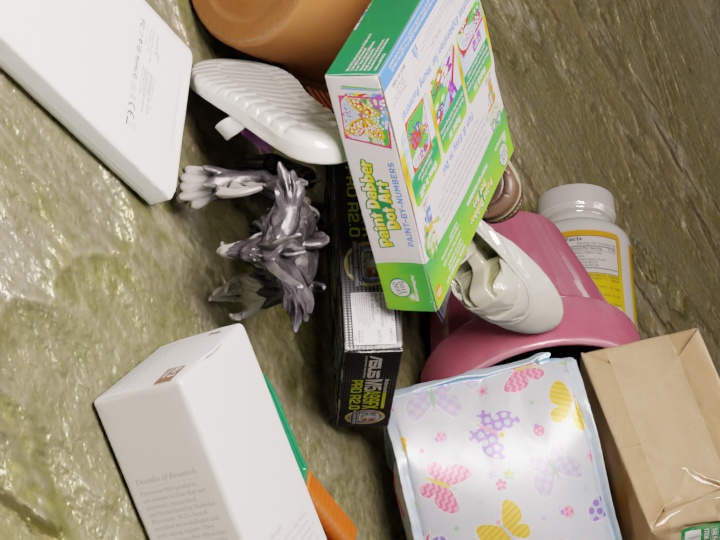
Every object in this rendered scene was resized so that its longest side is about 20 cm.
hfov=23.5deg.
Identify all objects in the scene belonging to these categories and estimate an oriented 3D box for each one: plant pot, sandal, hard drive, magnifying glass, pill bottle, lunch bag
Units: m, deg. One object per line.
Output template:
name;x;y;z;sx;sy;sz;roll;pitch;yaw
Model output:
plant pot;-0.037;-0.232;1.313;0.140;0.200;0.200;-4;81;-48
sandal;-0.071;-0.106;1.229;0.082;0.203;0.050;1;112;-26
hard drive;-0.180;-0.151;1.142;0.200;0.026;0.132;46;39;-47
magnifying glass;-0.057;0.141;1.262;0.200;0.022;0.080;53;33;-37
plant pot;0.141;0.054;1.541;0.200;0.200;0.179;45;23;-48
pill bottle;0.231;0.015;1.816;0.113;0.113;0.200;39;44;-53
lunch bag;0.114;0.177;1.397;0.127;0.169;0.200;-157;-128;-85

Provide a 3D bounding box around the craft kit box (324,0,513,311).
craft kit box;0.048;-0.109;1.223;0.200;0.048;0.198;-61;143;-46

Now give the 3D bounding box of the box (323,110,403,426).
box;0.000;0.000;1.327;0.160;0.044;0.200;95;-8;-65

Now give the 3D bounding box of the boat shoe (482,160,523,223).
boat shoe;0.068;-0.122;1.436;0.202;0.075;0.075;62;15;17

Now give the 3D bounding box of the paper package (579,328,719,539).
paper package;0.249;0.180;1.431;0.200;0.103;0.191;89;-12;-51

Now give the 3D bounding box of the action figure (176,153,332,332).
action figure;-0.071;-0.023;1.215;0.200;0.102;0.119;-83;164;-78

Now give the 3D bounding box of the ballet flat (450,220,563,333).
ballet flat;0.084;-0.008;1.363;0.200;0.069;0.069;48;34;-19

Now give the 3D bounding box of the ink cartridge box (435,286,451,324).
ink cartridge box;0.058;-0.052;1.499;0.099;0.039;0.200;61;32;-33

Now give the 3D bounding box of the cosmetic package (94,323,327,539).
cosmetic package;-0.090;0.148;1.128;0.200;0.074;0.102;69;26;-11

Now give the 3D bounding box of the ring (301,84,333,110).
ring;0.022;-0.174;1.485;0.200;0.019;0.201;22;49;-28
